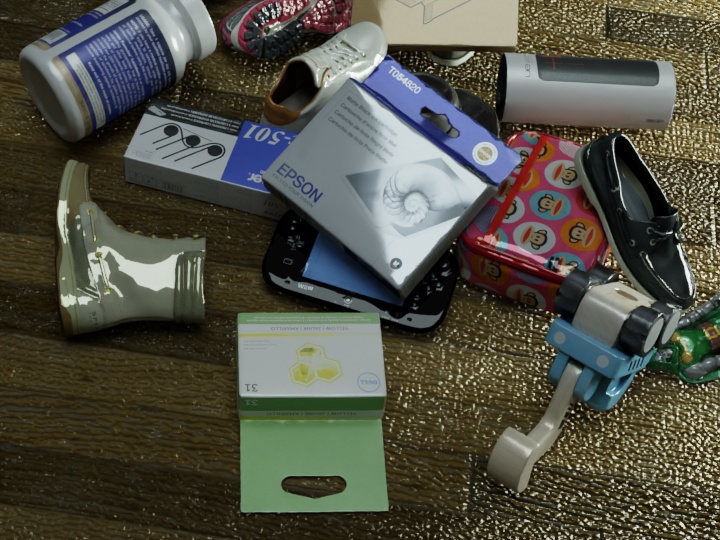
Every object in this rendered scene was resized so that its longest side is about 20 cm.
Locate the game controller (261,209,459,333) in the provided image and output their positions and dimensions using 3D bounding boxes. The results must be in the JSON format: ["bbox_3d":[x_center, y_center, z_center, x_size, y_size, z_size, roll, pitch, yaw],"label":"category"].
[{"bbox_3d":[0.000,0.000,1.501,0.198,0.042,0.105,16,51,8],"label":"game controller"}]

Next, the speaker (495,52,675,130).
[{"bbox_3d":[0.256,-0.205,1.669,0.198,0.082,0.082,3,51,-3],"label":"speaker"}]

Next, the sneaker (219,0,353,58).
[{"bbox_3d":[-0.080,-0.315,1.728,0.199,0.081,0.074,-27,28,-33],"label":"sneaker"}]

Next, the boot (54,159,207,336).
[{"bbox_3d":[-0.233,-0.027,1.480,0.153,0.072,0.202,-4,57,-8],"label":"boot"}]

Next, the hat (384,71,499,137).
[{"bbox_3d":[0.050,-0.167,1.588,0.198,0.081,0.202,-9,45,9],"label":"hat"}]

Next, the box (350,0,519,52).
[{"bbox_3d":[0.090,-0.337,1.724,0.198,0.021,0.165,2,71,8],"label":"box"}]

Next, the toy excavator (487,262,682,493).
[{"bbox_3d":[0.209,0.109,1.402,0.099,0.202,0.194,28,17,24],"label":"toy excavator"}]

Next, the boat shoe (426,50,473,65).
[{"bbox_3d":[0.125,-0.333,1.769,0.071,0.061,0.203,16,53,5],"label":"boat shoe"}]

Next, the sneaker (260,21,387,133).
[{"bbox_3d":[-0.035,-0.224,1.633,0.073,0.085,0.200,34,64,15],"label":"sneaker"}]

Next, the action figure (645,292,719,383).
[{"bbox_3d":[0.376,0.063,1.486,0.198,0.055,0.119,-22,59,-17],"label":"action figure"}]

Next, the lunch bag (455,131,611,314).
[{"bbox_3d":[0.186,-0.058,1.548,0.175,0.082,0.201,20,51,15],"label":"lunch bag"}]

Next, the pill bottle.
[{"bbox_3d":[-0.266,-0.237,1.605,0.199,0.116,0.116,-33,61,-21],"label":"pill bottle"}]

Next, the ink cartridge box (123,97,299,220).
[{"bbox_3d":[-0.149,-0.120,1.580,0.198,0.044,0.095,15,53,5],"label":"ink cartridge box"}]

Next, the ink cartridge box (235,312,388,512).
[{"bbox_3d":[-0.046,0.132,1.388,0.144,0.048,0.201,1,49,-6],"label":"ink cartridge box"}]

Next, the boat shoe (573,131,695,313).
[{"bbox_3d":[0.292,-0.053,1.475,0.074,0.066,0.201,-16,77,-36],"label":"boat shoe"}]

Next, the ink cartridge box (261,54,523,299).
[{"bbox_3d":[0.033,-0.106,1.496,0.199,0.041,0.200,38,79,18],"label":"ink cartridge box"}]
